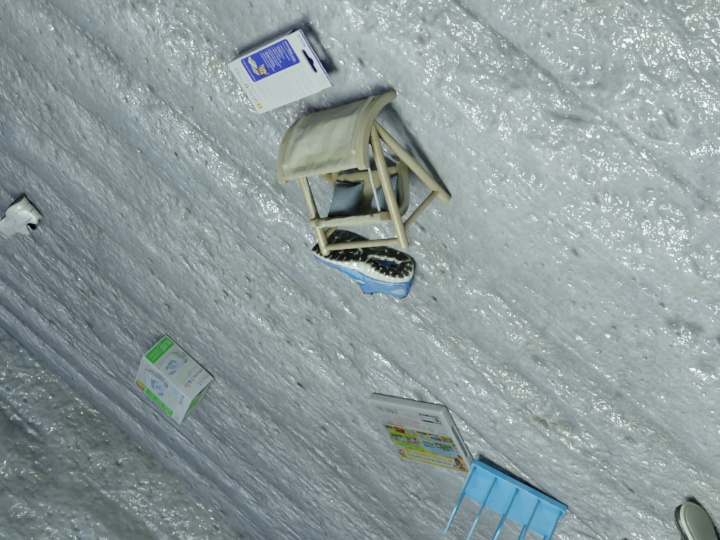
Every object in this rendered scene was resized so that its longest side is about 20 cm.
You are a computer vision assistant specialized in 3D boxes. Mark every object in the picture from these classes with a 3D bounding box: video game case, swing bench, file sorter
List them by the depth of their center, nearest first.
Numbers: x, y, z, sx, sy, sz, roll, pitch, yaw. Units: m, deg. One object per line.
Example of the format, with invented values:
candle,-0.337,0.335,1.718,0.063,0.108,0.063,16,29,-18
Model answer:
swing bench,-0.009,-0.142,1.338,0.198,0.130,0.201,-4,125,49
file sorter,0.279,0.494,1.756,0.199,0.123,0.139,26,144,14
video game case,0.128,0.337,1.845,0.199,0.023,0.183,2,130,44

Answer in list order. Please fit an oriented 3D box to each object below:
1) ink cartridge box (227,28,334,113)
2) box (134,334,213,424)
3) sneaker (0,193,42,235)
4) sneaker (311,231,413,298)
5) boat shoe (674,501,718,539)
ink cartridge box,-0.117,-0.303,1.351,0.199,0.037,0.095,-4,125,52
box,-0.499,0.293,2.387,0.176,0.097,0.200,42,146,4
sneaker,-0.895,-0.125,2.343,0.087,0.075,0.200,44,148,-12
sneaker,0.000,0.000,1.540,0.199,0.079,0.090,23,141,26
boat shoe,0.565,0.459,1.486,0.060,0.074,0.200,-14,126,47
